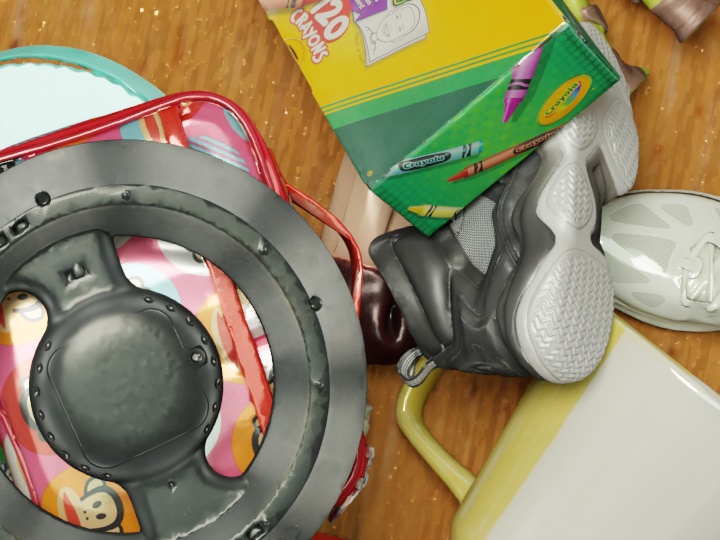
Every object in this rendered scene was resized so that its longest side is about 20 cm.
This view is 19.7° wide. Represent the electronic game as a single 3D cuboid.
[{"bbox_3d":[-0.096,0.047,0.846,0.199,0.042,0.201,0,92,-10],"label":"electronic game"}]

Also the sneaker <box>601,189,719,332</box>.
[{"bbox_3d":[0.207,0.002,1.037,0.200,0.115,0.076,16,86,-1],"label":"sneaker"}]

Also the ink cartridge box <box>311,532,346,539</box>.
[{"bbox_3d":[-0.048,0.194,0.996,0.162,0.050,0.200,16,51,-1],"label":"ink cartridge box"}]

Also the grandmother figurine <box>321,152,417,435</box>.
[{"bbox_3d":[0.000,0.000,1.058,0.121,0.061,0.201,14,84,22],"label":"grandmother figurine"}]

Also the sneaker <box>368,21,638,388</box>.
[{"bbox_3d":[0.067,-0.032,1.004,0.113,0.075,0.201,-11,52,30],"label":"sneaker"}]

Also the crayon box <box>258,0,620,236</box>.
[{"bbox_3d":[0.025,-0.128,1.000,0.119,0.058,0.200,-39,50,12],"label":"crayon box"}]

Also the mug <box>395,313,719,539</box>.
[{"bbox_3d":[0.116,0.109,1.036,0.149,0.187,0.153,35,96,-32],"label":"mug"}]

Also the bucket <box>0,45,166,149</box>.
[{"bbox_3d":[-0.153,-0.007,1.013,0.206,0.135,0.208,0,88,-4],"label":"bucket"}]

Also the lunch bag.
[{"bbox_3d":[-0.080,0.027,0.912,0.176,0.082,0.201,-19,91,-7],"label":"lunch bag"}]

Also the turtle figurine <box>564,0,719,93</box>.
[{"bbox_3d":[0.110,-0.175,1.068,0.200,0.064,0.161,-44,89,-4],"label":"turtle figurine"}]

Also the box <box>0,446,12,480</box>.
[{"bbox_3d":[-0.198,0.184,1.024,0.117,0.048,0.201,6,90,22],"label":"box"}]
